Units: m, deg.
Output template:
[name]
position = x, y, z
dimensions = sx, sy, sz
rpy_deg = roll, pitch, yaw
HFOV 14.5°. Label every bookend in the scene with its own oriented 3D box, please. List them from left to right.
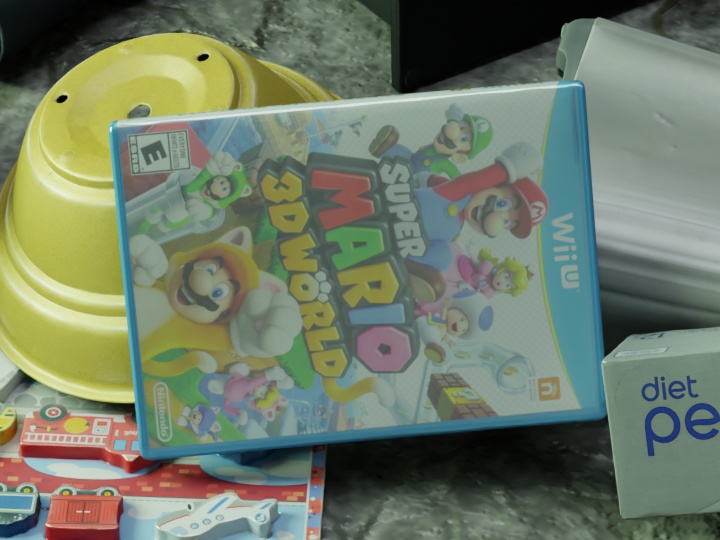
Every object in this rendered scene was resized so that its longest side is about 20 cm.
[bookend]
position = 0.048, -0.209, 1.530
dimensions = 0.199, 0.093, 0.199
rpy_deg = -23, 43, -26

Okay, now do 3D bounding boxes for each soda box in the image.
[soda box]
position = 0.202, 0.055, 1.143
dimensions = 0.199, 0.069, 0.063
rpy_deg = -5, 7, 17

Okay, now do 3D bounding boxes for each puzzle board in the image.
[puzzle board]
position = -0.114, 0.074, 1.225
dimensions = 0.198, 0.017, 0.151
rpy_deg = 2, 38, 0

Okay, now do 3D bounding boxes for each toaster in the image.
[toaster]
position = 0.133, -0.018, 1.270
dimensions = 0.128, 0.114, 0.201
rpy_deg = 12, 45, 10

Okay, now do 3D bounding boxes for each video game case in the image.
[video game case]
position = 0.000, 0.000, 1.190
dimensions = 0.198, 0.144, 0.018
rpy_deg = -5, 8, -1

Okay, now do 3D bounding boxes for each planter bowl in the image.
[planter bowl]
position = -0.087, -0.044, 1.254
dimensions = 0.199, 0.084, 0.201
rpy_deg = -9, 46, 10

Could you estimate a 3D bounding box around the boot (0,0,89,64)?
[boot]
position = -0.208, -0.190, 1.509
dimensions = 0.200, 0.077, 0.168
rpy_deg = 35, 45, 27
